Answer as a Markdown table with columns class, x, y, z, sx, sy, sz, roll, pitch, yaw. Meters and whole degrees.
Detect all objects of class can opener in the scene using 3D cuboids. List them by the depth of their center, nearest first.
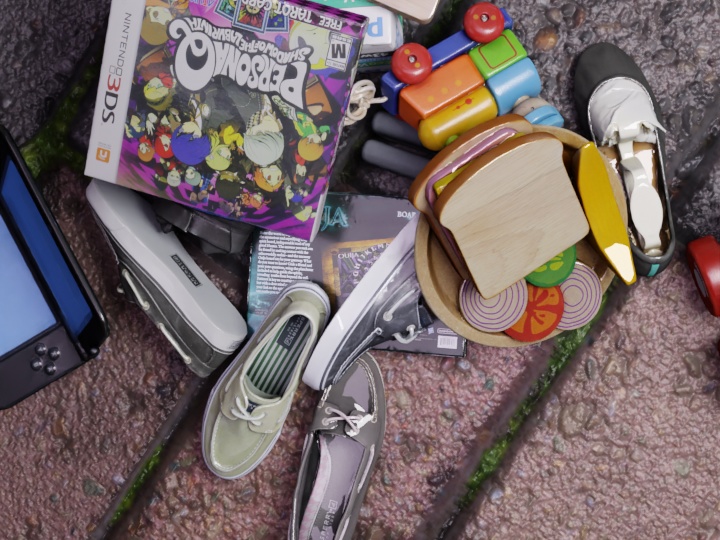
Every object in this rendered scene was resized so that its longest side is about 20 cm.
| class | x | y | z | sx | sy | sz | roll | pitch | yaw |
| --- | --- | --- | --- | --- | --- | --- | --- | --- | --- |
| can opener | 0.096 | -0.083 | 1.012 | 0.197 | 0.066 | 0.053 | 20 | 88 | 15 |

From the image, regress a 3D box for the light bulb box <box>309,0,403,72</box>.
| class | x | y | z | sx | sy | sz | roll | pitch | yaw |
| --- | --- | --- | --- | --- | --- | --- | --- | --- | --- |
| light bulb box | -0.065 | -0.271 | 0.994 | 0.194 | 0.125 | 0.204 | -3 | 90 | 7 |

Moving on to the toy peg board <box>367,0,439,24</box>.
| class | x | y | z | sx | sy | sz | roll | pitch | yaw |
| --- | --- | --- | --- | --- | --- | --- | --- | --- | --- |
| toy peg board | -0.002 | -0.322 | 0.875 | 0.197 | 0.098 | 0.202 | 23 | 91 | 4 |

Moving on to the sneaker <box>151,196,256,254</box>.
| class | x | y | z | sx | sy | sz | roll | pitch | yaw |
| --- | --- | --- | --- | --- | --- | --- | --- | --- | --- |
| sneaker | -0.163 | -0.094 | 1.034 | 0.199 | 0.077 | 0.112 | 38 | 108 | 16 |

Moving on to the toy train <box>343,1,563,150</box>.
| class | x | y | z | sx | sy | sz | roll | pitch | yaw |
| --- | --- | --- | --- | --- | --- | --- | --- | --- | --- |
| toy train | 0.059 | -0.119 | 0.962 | 0.198 | 0.085 | 0.117 | -31 | 73 | -9 |

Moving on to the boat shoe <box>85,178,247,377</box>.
| class | x | y | z | sx | sy | sz | roll | pitch | yaw |
| --- | --- | --- | --- | --- | --- | --- | --- | --- | --- |
| boat shoe | -0.185 | 0.005 | 1.041 | 0.064 | 0.070 | 0.201 | -44 | 77 | 20 |

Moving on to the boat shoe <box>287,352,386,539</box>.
| class | x | y | z | sx | sy | sz | roll | pitch | yaw |
| --- | --- | --- | --- | --- | --- | --- | --- | --- | --- |
| boat shoe | -0.020 | 0.170 | 1.030 | 0.066 | 0.057 | 0.204 | 13 | 93 | 7 |

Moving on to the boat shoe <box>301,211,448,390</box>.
| class | x | y | z | sx | sy | sz | roll | pitch | yaw |
| --- | --- | --- | --- | --- | --- | --- | --- | --- | --- |
| boat shoe | 0.031 | 0.029 | 0.988 | 0.068 | 0.072 | 0.201 | 38 | 89 | 7 |

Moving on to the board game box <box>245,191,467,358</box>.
| class | x | y | z | sx | sy | sz | roll | pitch | yaw |
| --- | --- | --- | --- | --- | --- | --- | --- | --- | --- |
| board game box | 0.000 | 0.000 | 1.038 | 0.196 | 0.028 | 0.138 | 5 | 91 | 8 |

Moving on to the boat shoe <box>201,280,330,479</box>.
| class | x | y | z | sx | sy | sz | roll | pitch | yaw |
| --- | --- | --- | --- | --- | --- | --- | --- | --- | --- |
| boat shoe | -0.089 | 0.100 | 1.017 | 0.071 | 0.062 | 0.202 | 26 | 109 | 1 |

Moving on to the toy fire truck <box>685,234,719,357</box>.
| class | x | y | z | sx | sy | sz | roll | pitch | yaw |
| --- | --- | --- | --- | --- | --- | --- | --- | --- | --- |
| toy fire truck | 0.338 | 0.033 | 0.922 | 0.110 | 0.168 | 0.203 | -19 | 88 | 8 |

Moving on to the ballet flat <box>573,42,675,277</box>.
| class | x | y | z | sx | sy | sz | roll | pitch | yaw |
| --- | --- | --- | --- | --- | --- | --- | --- | --- | --- |
| ballet flat | 0.228 | -0.096 | 0.985 | 0.067 | 0.068 | 0.204 | -15 | 89 | 3 |

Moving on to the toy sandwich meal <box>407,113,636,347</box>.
| class | x | y | z | sx | sy | sz | roll | pitch | yaw |
| --- | --- | --- | --- | --- | --- | --- | --- | --- | --- |
| toy sandwich meal | 0.132 | -0.024 | 0.926 | 0.201 | 0.070 | 0.209 | -5 | 112 | -13 |

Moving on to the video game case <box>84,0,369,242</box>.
| class | x | y | z | sx | sy | sz | roll | pitch | yaw |
| --- | --- | --- | --- | --- | --- | --- | --- | --- | --- |
| video game case | -0.109 | -0.136 | 0.932 | 0.197 | 0.036 | 0.184 | 17 | 113 | 2 |

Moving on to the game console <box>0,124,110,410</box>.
| class | x | y | z | sx | sy | sz | roll | pitch | yaw |
| --- | --- | --- | --- | --- | --- | --- | --- | --- | --- |
| game console | -0.317 | 0.004 | 1.038 | 0.174 | 0.116 | 0.202 | -29 | 87 | 7 |
